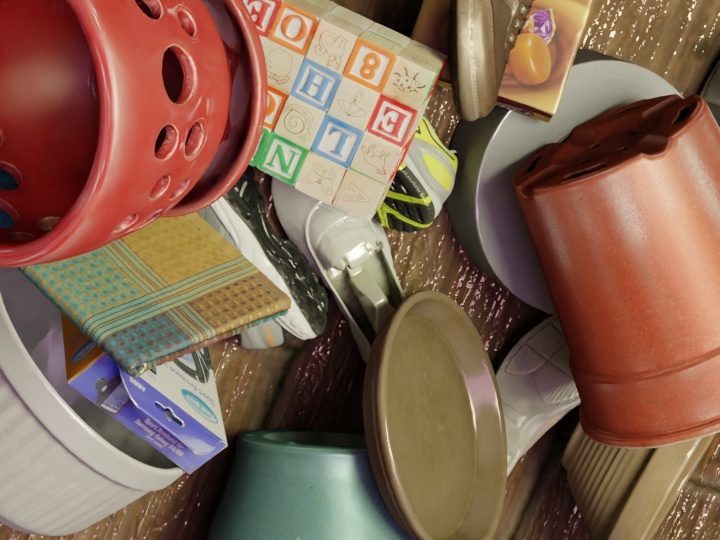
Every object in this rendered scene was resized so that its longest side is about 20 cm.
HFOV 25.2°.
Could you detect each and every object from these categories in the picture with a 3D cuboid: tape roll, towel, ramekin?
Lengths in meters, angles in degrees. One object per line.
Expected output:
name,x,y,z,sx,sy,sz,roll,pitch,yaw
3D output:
tape roll,0.168,-0.069,1.254,0.199,0.066,0.202,-6,109,-18
towel,-0.160,-0.013,1.065,0.146,0.200,0.022,-22,143,-42
ramekin,-0.215,0.084,1.092,0.105,0.200,0.200,-37,116,13

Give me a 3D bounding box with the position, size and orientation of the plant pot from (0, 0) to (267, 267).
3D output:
plant pot,-0.173,-0.115,1.000,0.182,0.199,0.202,-21,119,-57

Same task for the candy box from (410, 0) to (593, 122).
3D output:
candy box,0.116,-0.221,1.157,0.116,0.056,0.201,18,89,4

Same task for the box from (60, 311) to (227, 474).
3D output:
box,-0.150,0.049,1.091,0.041,0.200,0.119,-36,126,16

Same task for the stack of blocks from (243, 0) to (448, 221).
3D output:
stack of blocks,-0.055,-0.132,1.105,0.199,0.059,0.116,26,112,2

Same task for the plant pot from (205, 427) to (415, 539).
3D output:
plant pot,-0.031,0.218,1.210,0.199,0.200,0.189,3,89,-21

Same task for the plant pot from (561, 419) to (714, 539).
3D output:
plant pot,0.227,0.137,1.300,0.092,0.201,0.201,32,94,16

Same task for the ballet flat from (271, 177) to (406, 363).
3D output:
ballet flat,0.000,0.000,1.214,0.069,0.069,0.201,-31,114,-9

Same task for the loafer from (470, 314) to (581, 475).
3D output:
loafer,0.134,0.105,1.306,0.072,0.063,0.200,42,85,8

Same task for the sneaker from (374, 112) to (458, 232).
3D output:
sneaker,-0.003,-0.123,1.183,0.200,0.075,0.076,54,47,-17

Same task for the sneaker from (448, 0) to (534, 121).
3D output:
sneaker,0.100,-0.202,1.096,0.075,0.070,0.201,1,91,-1

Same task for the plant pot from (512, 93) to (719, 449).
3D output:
plant pot,0.214,-0.009,1.158,0.200,0.201,0.196,-28,106,-10

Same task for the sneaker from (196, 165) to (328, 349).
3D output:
sneaker,-0.102,-0.025,1.168,0.079,0.074,0.201,-23,107,19

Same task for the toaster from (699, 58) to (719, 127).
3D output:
toaster,0.356,-0.117,1.272,0.199,0.129,0.114,26,95,-25

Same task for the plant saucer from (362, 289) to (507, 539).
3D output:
plant saucer,0.055,0.115,1.190,0.029,0.200,0.201,-11,117,29
